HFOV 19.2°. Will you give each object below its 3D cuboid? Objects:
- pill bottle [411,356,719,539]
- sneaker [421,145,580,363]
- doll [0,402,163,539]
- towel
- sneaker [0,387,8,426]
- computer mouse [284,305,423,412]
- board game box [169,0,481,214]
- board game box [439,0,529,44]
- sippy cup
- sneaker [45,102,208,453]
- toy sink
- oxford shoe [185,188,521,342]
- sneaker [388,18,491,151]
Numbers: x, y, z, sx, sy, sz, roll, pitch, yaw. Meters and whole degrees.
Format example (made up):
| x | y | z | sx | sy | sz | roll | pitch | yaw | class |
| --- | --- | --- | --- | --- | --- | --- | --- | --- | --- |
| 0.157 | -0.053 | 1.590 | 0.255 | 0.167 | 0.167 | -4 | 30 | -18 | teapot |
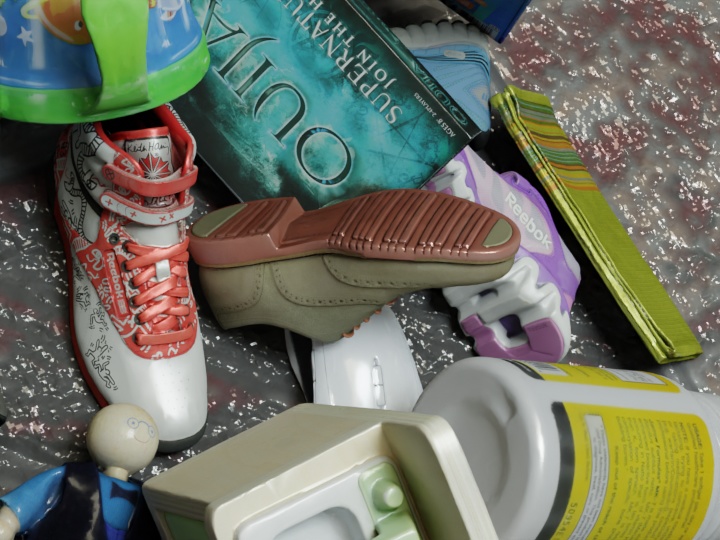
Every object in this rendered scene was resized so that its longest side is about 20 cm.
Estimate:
| x | y | z | sx | sy | sz | roll | pitch | yaw | class |
| --- | --- | --- | --- | --- | --- | --- | --- | --- | --- |
| 0.131 | 0.112 | 1.208 | 0.199 | 0.114 | 0.115 | 7 | 59 | -40 | pill bottle |
| 0.068 | -0.036 | 1.294 | 0.200 | 0.080 | 0.089 | 53 | 44 | -14 | sneaker |
| -0.135 | 0.164 | 1.119 | 0.136 | 0.048 | 0.201 | 20 | 57 | -26 | doll |
| 0.153 | -0.030 | 1.350 | 0.201 | 0.018 | 0.086 | 59 | 23 | 13 | towel |
| -0.226 | 0.047 | 1.134 | 0.090 | 0.066 | 0.201 | 21 | 60 | -16 | sneaker |
| 0.005 | 0.085 | 1.229 | 0.109 | 0.044 | 0.201 | -5 | 66 | -25 | computer mouse |
| -0.045 | -0.108 | 1.234 | 0.200 | 0.135 | 0.028 | 48 | 23 | 2 | board game box |
| 0.046 | -0.212 | 1.260 | 0.152 | 0.200 | 0.045 | 36 | 84 | -1 | board game box |
| -0.155 | -0.165 | 1.152 | 0.177 | 0.131 | 0.140 | 14 | 32 | 32 | sippy cup |
| -0.122 | -0.007 | 1.182 | 0.067 | 0.108 | 0.202 | -7 | 67 | -27 | sneaker |
| -0.018 | 0.150 | 1.055 | 0.112 | 0.200 | 0.131 | -25 | 99 | -20 | toy sink |
| 0.000 | 0.000 | 1.201 | 0.071 | 0.199 | 0.074 | -47 | 131 | -53 | oxford shoe |
| -0.001 | -0.102 | 1.310 | 0.199 | 0.078 | 0.090 | -5 | 72 | -24 | sneaker |
